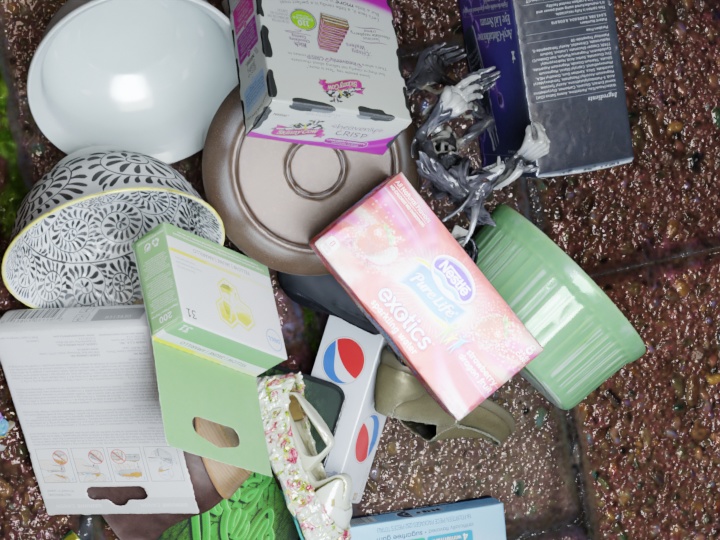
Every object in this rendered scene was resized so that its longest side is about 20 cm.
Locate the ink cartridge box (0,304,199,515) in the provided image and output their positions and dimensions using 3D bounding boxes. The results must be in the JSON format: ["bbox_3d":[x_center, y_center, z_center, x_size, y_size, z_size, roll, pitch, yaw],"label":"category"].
[{"bbox_3d":[-0.233,0.128,1.621,0.161,0.050,0.200,-3,119,18],"label":"ink cartridge box"}]

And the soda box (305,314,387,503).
[{"bbox_3d":[-0.010,0.120,1.702,0.064,0.068,0.200,17,88,25],"label":"soda box"}]

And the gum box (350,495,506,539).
[{"bbox_3d":[0.065,0.336,1.761,0.170,0.045,0.200,-6,96,-16],"label":"gum box"}]

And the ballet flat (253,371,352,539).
[{"bbox_3d":[-0.046,0.183,1.622,0.064,0.076,0.200,-27,83,15],"label":"ballet flat"}]

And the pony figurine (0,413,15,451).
[{"bbox_3d":[-0.418,0.143,1.568,0.200,0.167,0.193,-34,134,-15],"label":"pony figurine"}]

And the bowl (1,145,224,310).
[{"bbox_3d":[-0.229,-0.050,1.603,0.200,0.201,0.094,-7,59,-16],"label":"bowl"}]

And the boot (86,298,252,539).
[{"bbox_3d":[-0.202,0.146,1.650,0.166,0.072,0.200,-35,92,8],"label":"boot"}]

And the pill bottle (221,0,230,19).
[{"bbox_3d":[-0.056,-0.172,1.659,0.111,0.111,0.200,-24,100,-14],"label":"pill bottle"}]

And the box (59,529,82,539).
[{"bbox_3d":[-0.300,0.355,1.654,0.200,0.048,0.117,-44,104,-12],"label":"box"}]

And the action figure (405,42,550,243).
[{"bbox_3d":[0.099,-0.122,1.585,0.102,0.200,0.119,-35,130,26],"label":"action figure"}]

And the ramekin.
[{"bbox_3d":[0.168,0.040,1.698,0.098,0.200,0.200,-44,104,-2],"label":"ramekin"}]

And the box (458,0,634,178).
[{"bbox_3d":[0.176,-0.193,1.707,0.104,0.148,0.200,-10,96,-16],"label":"box"}]

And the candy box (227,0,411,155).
[{"bbox_3d":[-0.041,-0.206,1.550,0.136,0.061,0.200,7,58,-27],"label":"candy box"}]

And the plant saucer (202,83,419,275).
[{"bbox_3d":[-0.042,-0.093,1.599,0.200,0.032,0.201,-1,97,-8],"label":"plant saucer"}]

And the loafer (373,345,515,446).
[{"bbox_3d":[0.074,0.132,1.711,0.200,0.076,0.068,32,89,-43],"label":"loafer"}]

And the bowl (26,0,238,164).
[{"bbox_3d":[-0.205,-0.194,1.604,0.201,0.090,0.201,-10,136,-10],"label":"bowl"}]

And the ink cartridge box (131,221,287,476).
[{"bbox_3d":[-0.124,0.070,1.563,0.145,0.048,0.200,25,42,-49],"label":"ink cartridge box"}]

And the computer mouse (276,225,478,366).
[{"bbox_3d":[0.000,0.000,1.654,0.139,0.200,0.053,-65,150,-12],"label":"computer mouse"}]

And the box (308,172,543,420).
[{"bbox_3d":[0.056,0.022,1.553,0.103,0.095,0.200,-39,94,-4],"label":"box"}]

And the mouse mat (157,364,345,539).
[{"bbox_3d":[-0.114,0.182,1.679,0.161,0.008,0.200,17,90,13],"label":"mouse mat"}]
